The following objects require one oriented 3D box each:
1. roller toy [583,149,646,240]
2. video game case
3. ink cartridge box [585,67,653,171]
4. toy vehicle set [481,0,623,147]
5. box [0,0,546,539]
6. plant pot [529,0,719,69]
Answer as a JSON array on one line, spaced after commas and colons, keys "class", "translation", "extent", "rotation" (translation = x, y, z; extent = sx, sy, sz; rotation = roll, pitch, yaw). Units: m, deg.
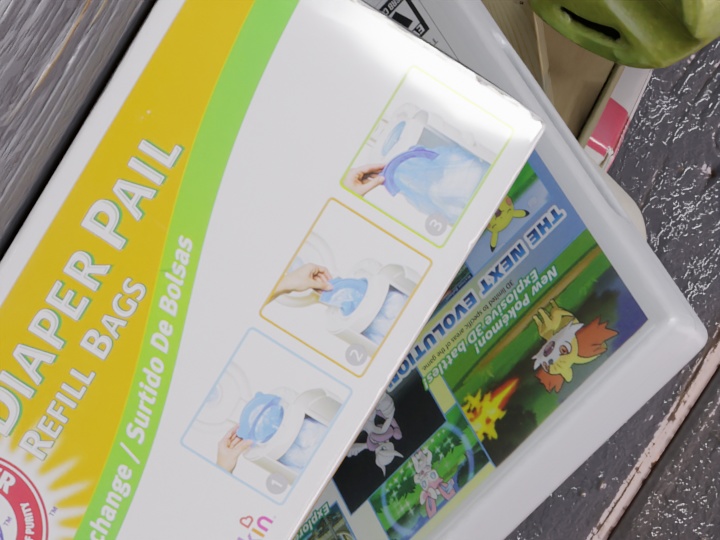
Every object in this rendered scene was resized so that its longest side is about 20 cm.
[{"class": "roller toy", "translation": [0.000, 0.000, 0.941], "extent": [0.183, 0.140, 0.200], "rotation": [-50, 165, 27]}, {"class": "video game case", "translation": [-0.008, 0.025, 0.788], "extent": [0.200, 0.022, 0.183], "rotation": [-45, -134, 17]}, {"class": "ink cartridge box", "translation": [0.054, -0.099, 1.177], "extent": [0.083, 0.146, 0.200], "rotation": [-56, 180, 28]}, {"class": "toy vehicle set", "translation": [0.101, -0.145, 1.038], "extent": [0.201, 0.026, 0.125], "rotation": [-61, 157, -28]}, {"class": "box", "translation": [-0.044, 0.017, 0.704], "extent": [0.201, 0.101, 0.112], "rotation": [-58, 180, 5]}, {"class": "plant pot", "translation": [0.127, -0.174, 0.893], "extent": [0.184, 0.200, 0.200], "rotation": [-42, 175, -20]}]
